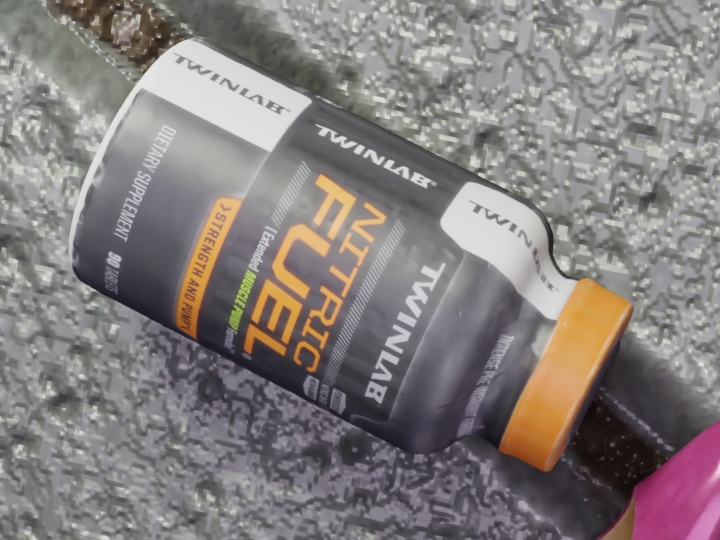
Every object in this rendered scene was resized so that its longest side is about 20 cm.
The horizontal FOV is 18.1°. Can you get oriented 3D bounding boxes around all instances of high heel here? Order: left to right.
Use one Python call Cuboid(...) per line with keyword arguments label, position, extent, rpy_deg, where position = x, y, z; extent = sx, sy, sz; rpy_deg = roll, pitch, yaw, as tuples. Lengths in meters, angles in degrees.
Cuboid(label="high heel", position=(0.068, 0.118, 0.866), extent=(0.096, 0.067, 0.200), rpy_deg=(33, 115, -2))

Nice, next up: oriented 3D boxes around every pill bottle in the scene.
Cuboid(label="pill bottle", position=(0.000, 0.000, 0.849), extent=(0.200, 0.106, 0.106), rpy_deg=(27, 101, 9))
